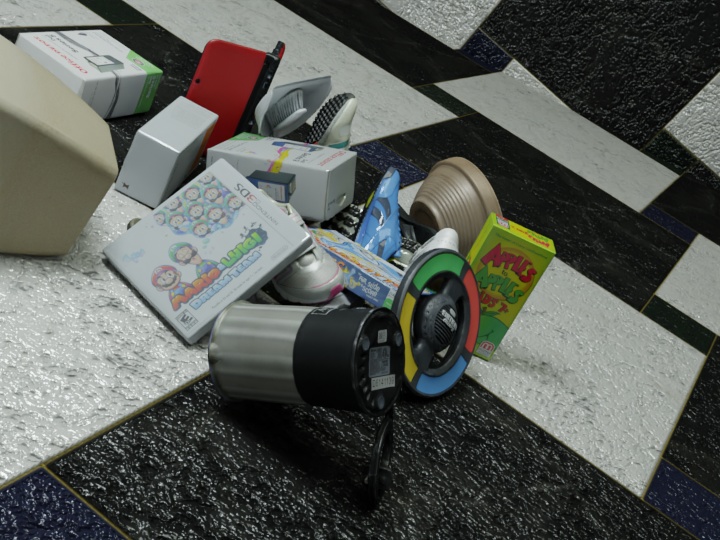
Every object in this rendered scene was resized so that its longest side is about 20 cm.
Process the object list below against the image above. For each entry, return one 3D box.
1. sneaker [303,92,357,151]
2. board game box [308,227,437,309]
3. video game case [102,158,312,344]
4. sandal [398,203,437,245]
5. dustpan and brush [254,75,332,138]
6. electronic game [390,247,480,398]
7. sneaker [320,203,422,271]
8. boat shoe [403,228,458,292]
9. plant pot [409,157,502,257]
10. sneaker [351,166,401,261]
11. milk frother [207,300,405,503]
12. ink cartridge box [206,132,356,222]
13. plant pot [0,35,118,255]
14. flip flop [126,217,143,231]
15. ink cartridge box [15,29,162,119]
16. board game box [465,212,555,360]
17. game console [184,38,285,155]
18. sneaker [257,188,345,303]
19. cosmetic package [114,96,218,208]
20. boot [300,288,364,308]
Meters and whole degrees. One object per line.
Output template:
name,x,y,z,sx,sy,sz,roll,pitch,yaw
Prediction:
sneaker,-0.044,-0.199,1.693,0.093,0.200,0.070,23,19,-26
board game box,0.000,0.000,1.414,0.200,0.035,0.135,31,13,24
video game case,-0.192,-0.029,1.269,0.200,0.024,0.182,-41,63,-16
sandal,0.070,-0.055,1.687,0.048,0.075,0.200,-4,30,-33
dustpan and brush,-0.135,-0.239,1.674,0.139,0.200,0.057,-22,83,-43
electronic game,0.101,0.070,1.344,0.042,0.200,0.200,7,8,39
sneaker,0.022,-0.037,1.628,0.200,0.077,0.089,33,-6,13
boat shoe,0.105,-0.004,1.486,0.071,0.200,0.069,23,67,-7
plant pot,0.146,-0.081,1.699,0.093,0.201,0.201,-21,48,-23
sneaker,0.034,-0.062,1.557,0.078,0.066,0.200,22,70,-6
milk frother,-0.050,0.143,1.125,0.188,0.200,0.180,2,-17,30
ink cartridge box,-0.120,-0.147,1.570,0.200,0.088,0.145,13,21,14
plant pot,-0.405,-0.132,1.218,0.177,0.200,0.200,25,22,-32
flip flop,-0.215,-0.034,1.362,0.200,0.058,0.081,20,26,-18
ink cartridge box,-0.442,-0.315,1.635,0.145,0.084,0.200,35,26,14
board game box,0.191,0.026,1.490,0.101,0.200,0.048,24,25,-7
game console,-0.219,-0.294,1.684,0.119,0.200,0.172,24,25,-10
sneaker,-0.100,-0.034,1.323,0.200,0.088,0.081,37,62,28
cosmetic package,-0.286,-0.180,1.518,0.071,0.102,0.200,27,26,-3
boot,-0.063,0.045,1.369,0.095,0.074,0.200,26,16,10
